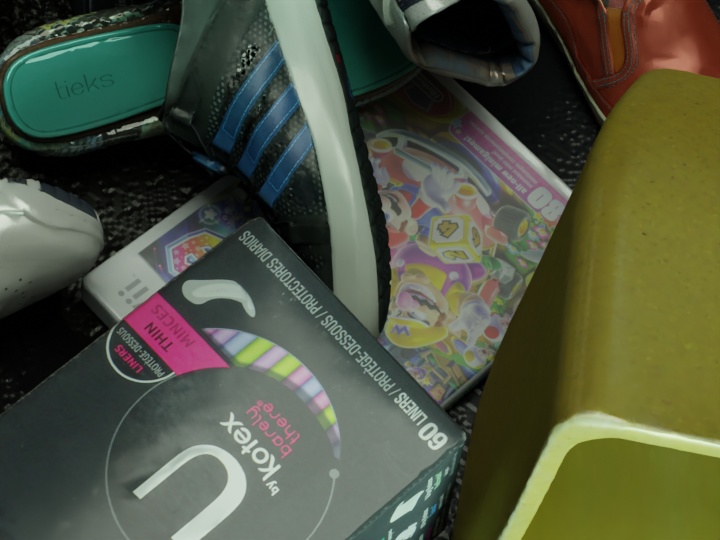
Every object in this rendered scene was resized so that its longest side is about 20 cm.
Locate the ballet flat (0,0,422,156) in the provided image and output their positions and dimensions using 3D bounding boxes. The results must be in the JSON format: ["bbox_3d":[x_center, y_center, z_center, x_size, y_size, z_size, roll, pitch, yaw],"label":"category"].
[{"bbox_3d":[-0.067,-0.095,0.877,0.199,0.074,0.075,-9,62,-14],"label":"ballet flat"}]

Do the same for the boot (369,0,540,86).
[{"bbox_3d":[0.016,-0.144,0.792,0.073,0.200,0.096,-30,60,22],"label":"boot"}]

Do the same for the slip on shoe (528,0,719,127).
[{"bbox_3d":[0.136,-0.107,0.920,0.074,0.061,0.201,-24,68,-22],"label":"slip on shoe"}]

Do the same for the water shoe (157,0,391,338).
[{"bbox_3d":[-0.041,-0.060,0.824,0.078,0.071,0.201,-15,88,6],"label":"water shoe"}]

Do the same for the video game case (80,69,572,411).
[{"bbox_3d":[0.000,0.000,0.862,0.200,0.018,0.143,-38,73,-25],"label":"video game case"}]

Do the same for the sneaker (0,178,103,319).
[{"bbox_3d":[-0.184,0.048,0.771,0.198,0.080,0.130,-14,65,-16],"label":"sneaker"}]

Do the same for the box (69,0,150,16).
[{"bbox_3d":[-0.037,-0.193,0.891,0.199,0.149,0.108,-11,62,-15],"label":"box"}]

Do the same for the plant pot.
[{"bbox_3d":[0.146,0.040,0.765,0.193,0.196,0.201,11,53,-6],"label":"plant pot"}]

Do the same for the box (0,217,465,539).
[{"bbox_3d":[-0.074,0.099,0.731,0.200,0.106,0.122,-40,72,-18],"label":"box"}]
